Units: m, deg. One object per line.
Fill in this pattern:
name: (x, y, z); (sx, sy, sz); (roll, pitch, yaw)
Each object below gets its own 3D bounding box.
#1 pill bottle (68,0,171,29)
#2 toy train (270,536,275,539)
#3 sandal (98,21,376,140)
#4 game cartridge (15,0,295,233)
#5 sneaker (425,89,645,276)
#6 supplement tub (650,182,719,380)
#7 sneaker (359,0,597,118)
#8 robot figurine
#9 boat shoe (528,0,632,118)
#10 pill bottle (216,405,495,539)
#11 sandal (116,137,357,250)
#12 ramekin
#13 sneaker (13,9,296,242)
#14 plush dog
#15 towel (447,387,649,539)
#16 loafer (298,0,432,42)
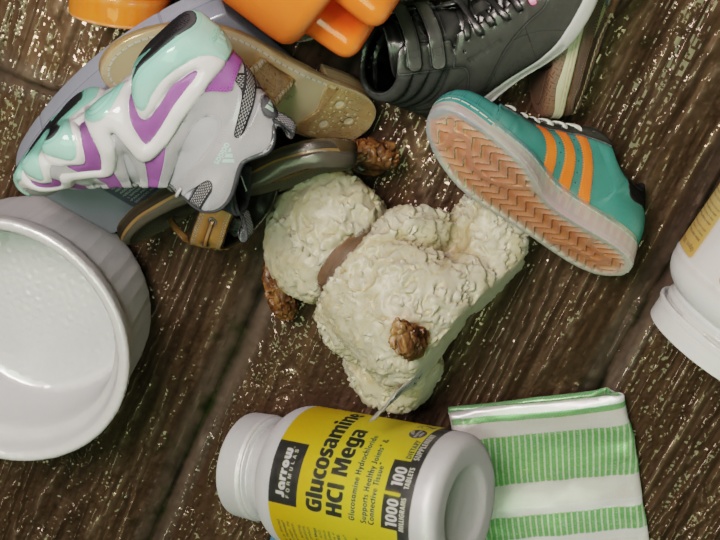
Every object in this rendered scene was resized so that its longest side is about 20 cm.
pill bottle: (-0.158, -0.270, 0.853); (0.106, 0.106, 0.200); (11, 110, 2)
toy train: (-0.005, 0.300, 1.050); (0.116, 0.085, 0.200); (-5, 109, 18)
sandal: (-0.071, -0.111, 0.859); (0.211, 0.070, 0.078); (8, 134, -35)
game cartridge: (-0.147, -0.112, 0.904); (0.200, 0.041, 0.133); (-36, 146, 16)
sneaker: (0.130, -0.078, 0.890); (0.200, 0.080, 0.071); (36, 152, -28)
supplement tub: (0.310, -0.018, 0.871); (0.145, 0.145, 0.200); (29, 110, -4)
sneaker: (0.075, -0.166, 0.833); (0.200, 0.099, 0.071); (-41, 58, 42)
robot figurine: (-0.063, -0.221, 0.774); (0.200, 0.144, 0.117); (37, 94, -11)
boat shoe: (0.170, -0.201, 0.863); (0.075, 0.075, 0.203); (4, 115, -10)
pill bottle: (-0.007, 0.166, 0.958); (0.200, 0.112, 0.113); (5, 111, 31)
sandal: (-0.089, -0.046, 0.893); (0.200, 0.082, 0.055); (-16, 90, 18)
ramekin: (-0.261, 0.038, 0.968); (0.200, 0.098, 0.201); (3, 112, 8)
sneaker: (-0.128, -0.065, 0.816); (0.200, 0.078, 0.140); (-26, 118, 37)
plush dog: (0.000, 0.000, 0.922); (0.172, 0.160, 0.200); (39, 110, 17)
towel: (0.157, 0.196, 1.024); (0.152, 0.023, 0.200); (-8, 107, 8)
loafer: (0.021, -0.204, 0.872); (0.200, 0.075, 0.070); (-17, 145, 26)
